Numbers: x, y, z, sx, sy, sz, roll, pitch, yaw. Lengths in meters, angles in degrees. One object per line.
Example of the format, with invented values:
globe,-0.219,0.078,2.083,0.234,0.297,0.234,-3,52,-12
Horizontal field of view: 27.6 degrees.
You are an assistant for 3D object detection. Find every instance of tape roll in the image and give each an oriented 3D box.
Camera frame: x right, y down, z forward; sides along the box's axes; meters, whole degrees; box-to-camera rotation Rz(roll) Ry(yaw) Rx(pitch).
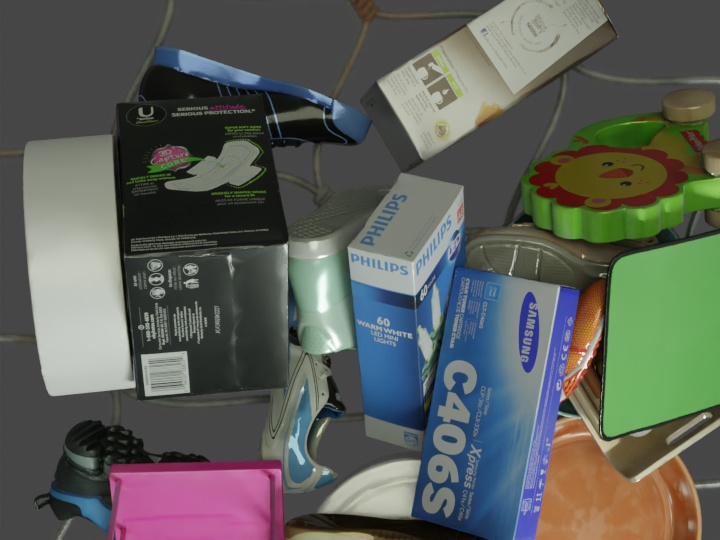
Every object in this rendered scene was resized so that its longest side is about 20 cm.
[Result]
tape roll,-0.220,-0.005,1.161,0.070,0.202,0.206,-6,90,-7
tape roll,0.046,0.256,1.233,0.199,0.071,0.206,0,88,4

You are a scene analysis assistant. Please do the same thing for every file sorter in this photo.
file sorter,-0.128,0.271,1.162,0.137,0.126,0.203,-1,116,-2

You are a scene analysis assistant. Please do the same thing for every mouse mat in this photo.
mouse mat,0.272,0.045,1.181,0.198,0.008,0.163,-12,114,-27

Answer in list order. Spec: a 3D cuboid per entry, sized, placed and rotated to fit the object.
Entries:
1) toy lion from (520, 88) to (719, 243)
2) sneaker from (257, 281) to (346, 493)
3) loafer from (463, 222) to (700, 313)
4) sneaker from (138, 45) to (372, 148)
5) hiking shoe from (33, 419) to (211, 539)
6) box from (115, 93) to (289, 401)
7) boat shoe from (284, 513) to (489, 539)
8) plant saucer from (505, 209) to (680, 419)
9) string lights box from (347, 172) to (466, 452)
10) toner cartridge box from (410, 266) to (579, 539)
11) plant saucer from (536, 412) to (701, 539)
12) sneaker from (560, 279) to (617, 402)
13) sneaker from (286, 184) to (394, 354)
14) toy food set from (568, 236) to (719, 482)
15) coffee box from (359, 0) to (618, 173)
toy lion,0.226,-0.081,1.229,0.189,0.201,0.070,-8,116,0
sneaker,-0.046,0.086,1.231,0.071,0.072,0.203,0,73,5
loafer,0.180,-0.002,1.210,0.197,0.063,0.073,11,126,3
sneaker,-0.092,-0.127,1.249,0.197,0.070,0.079,16,91,-1
hiking shoe,-0.168,0.200,1.240,0.198,0.075,0.087,27,111,-8
box,-0.125,-0.022,1.153,0.122,0.201,0.150,-4,130,-7
boat shoe,0.036,0.234,1.161,0.197,0.073,0.064,4,94,15
plant saucer,0.199,0.029,1.296,0.197,0.036,0.203,0,86,-6
string lights box,0.042,0.035,1.178,0.058,0.202,0.103,14,43,22
toner cartridge box,0.105,0.104,1.149,0.094,0.043,0.203,10,90,31
plant saucer,0.203,0.226,1.300,0.197,0.032,0.204,0,90,-7
sneaker,0.142,0.074,1.198,0.077,0.073,0.201,39,126,2
sneaker,-0.001,0.000,1.227,0.073,0.200,0.120,8,112,30
toy food set,0.233,0.057,1.249,0.143,0.060,0.201,-32,90,-7
coffee box,0.107,-0.172,1.250,0.199,0.114,0.080,-33,93,-6
